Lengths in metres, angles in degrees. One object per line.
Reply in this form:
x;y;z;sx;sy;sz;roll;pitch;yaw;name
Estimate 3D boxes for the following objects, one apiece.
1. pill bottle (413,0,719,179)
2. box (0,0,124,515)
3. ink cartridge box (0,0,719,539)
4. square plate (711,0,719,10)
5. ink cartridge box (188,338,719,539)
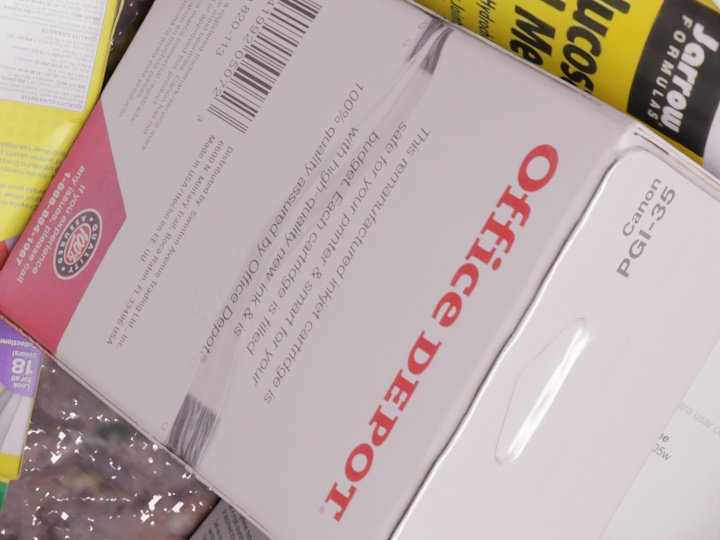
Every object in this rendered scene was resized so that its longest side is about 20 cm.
0.096;-0.094;0.754;0.199;0.112;0.113;32;106;17;pill bottle
-0.150;-0.014;0.822;0.116;0.048;0.201;10;107;-15;box
0.000;0.000;0.755;0.083;0.200;0.147;29;94;-45;ink cartridge box
0.121;-0.189;0.691;0.198;0.028;0.200;-40;76;3;square plate
0.039;0.070;0.838;0.084;0.146;0.200;33;102;-23;ink cartridge box
